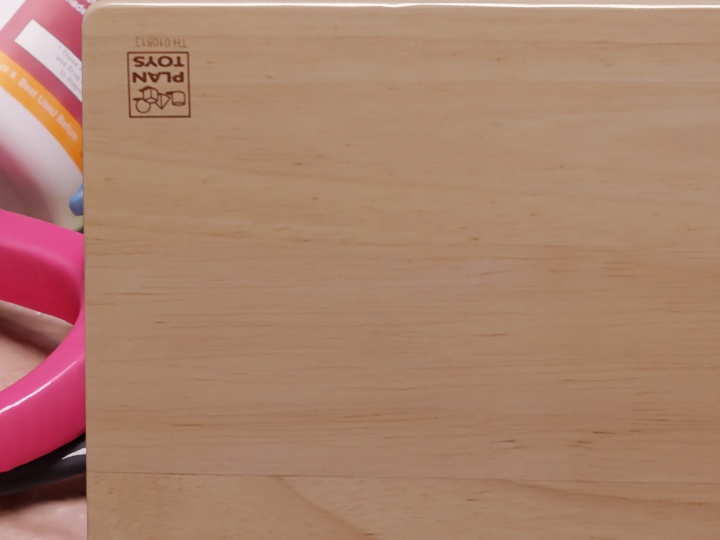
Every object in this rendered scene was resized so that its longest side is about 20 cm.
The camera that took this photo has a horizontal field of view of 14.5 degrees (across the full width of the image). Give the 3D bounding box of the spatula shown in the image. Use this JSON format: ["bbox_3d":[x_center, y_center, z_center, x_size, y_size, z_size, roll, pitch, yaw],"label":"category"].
[{"bbox_3d":[-0.054,0.057,0.933,0.199,0.021,0.057,-6,27,-8],"label":"spatula"}]

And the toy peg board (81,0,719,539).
[{"bbox_3d":[0.024,0.016,0.838,0.199,0.201,0.098,1,11,4],"label":"toy peg board"}]

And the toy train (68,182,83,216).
[{"bbox_3d":[-0.014,-0.044,0.961,0.114,0.087,0.200,-30,8,34],"label":"toy train"}]

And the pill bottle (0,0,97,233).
[{"bbox_3d":[-0.097,-0.117,1.095,0.113,0.113,0.200,21,65,38],"label":"pill bottle"}]

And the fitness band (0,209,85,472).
[{"bbox_3d":[-0.165,0.022,0.974,0.199,0.038,0.143,16,34,40],"label":"fitness band"}]
